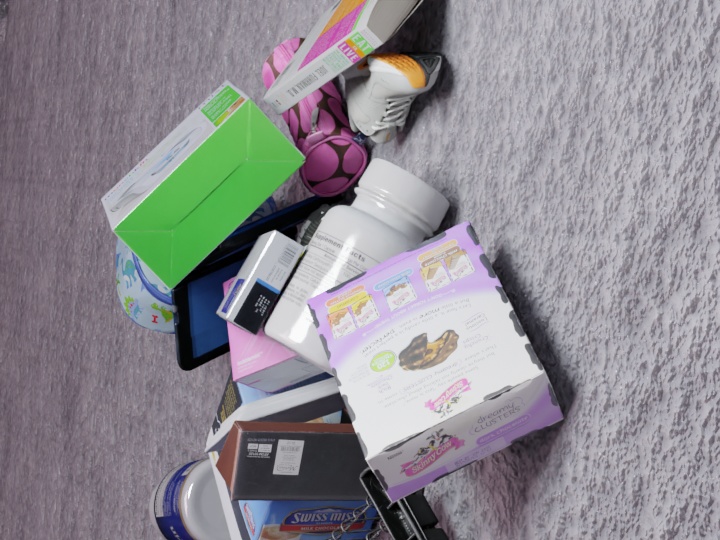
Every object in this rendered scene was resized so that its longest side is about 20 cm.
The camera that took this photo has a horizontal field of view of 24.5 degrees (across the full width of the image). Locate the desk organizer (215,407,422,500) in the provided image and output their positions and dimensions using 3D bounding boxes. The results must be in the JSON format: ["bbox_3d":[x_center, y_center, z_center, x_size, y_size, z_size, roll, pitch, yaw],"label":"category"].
[{"bbox_3d":[-0.038,0.179,1.633,0.077,0.198,0.073,-139,55,-64],"label":"desk organizer"}]

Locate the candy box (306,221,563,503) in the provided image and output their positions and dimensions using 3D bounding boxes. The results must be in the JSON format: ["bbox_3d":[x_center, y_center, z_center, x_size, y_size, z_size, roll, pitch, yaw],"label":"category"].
[{"bbox_3d":[0.061,0.076,1.442,0.201,0.166,0.072,-112,-4,-45],"label":"candy box"}]

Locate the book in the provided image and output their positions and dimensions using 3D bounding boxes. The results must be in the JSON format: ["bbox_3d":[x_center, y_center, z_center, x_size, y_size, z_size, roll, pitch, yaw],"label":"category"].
[{"bbox_3d":[-0.012,-0.244,1.683,0.199,0.048,0.134,-26,26,54],"label":"book"}]

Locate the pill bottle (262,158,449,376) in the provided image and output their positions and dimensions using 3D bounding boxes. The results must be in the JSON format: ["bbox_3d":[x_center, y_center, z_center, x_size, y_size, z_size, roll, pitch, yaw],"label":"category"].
[{"bbox_3d":[0.000,0.000,1.601,0.201,0.114,0.114,-60,23,-5],"label":"pill bottle"}]

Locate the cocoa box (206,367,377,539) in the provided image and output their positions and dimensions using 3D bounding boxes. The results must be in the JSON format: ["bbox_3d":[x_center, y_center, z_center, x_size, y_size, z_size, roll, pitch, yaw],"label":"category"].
[{"bbox_3d":[-0.075,0.216,1.798,0.201,0.132,0.132,-112,33,-45],"label":"cocoa box"}]

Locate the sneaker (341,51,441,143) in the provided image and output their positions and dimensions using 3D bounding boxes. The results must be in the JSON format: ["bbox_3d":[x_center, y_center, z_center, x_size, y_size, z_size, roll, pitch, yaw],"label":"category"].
[{"bbox_3d":[0.033,-0.175,1.686,0.200,0.075,0.093,-157,64,-74],"label":"sneaker"}]

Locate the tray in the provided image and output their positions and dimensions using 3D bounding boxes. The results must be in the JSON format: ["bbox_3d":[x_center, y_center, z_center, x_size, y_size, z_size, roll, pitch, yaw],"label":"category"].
[{"bbox_3d":[-0.060,0.136,1.691,0.107,0.198,0.022,-42,67,58],"label":"tray"}]

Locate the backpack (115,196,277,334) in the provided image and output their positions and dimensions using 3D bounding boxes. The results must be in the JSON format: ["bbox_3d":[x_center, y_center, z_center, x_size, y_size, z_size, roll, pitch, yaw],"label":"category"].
[{"bbox_3d":[-0.192,-0.019,2.023,0.147,0.198,0.185,127,141,-53],"label":"backpack"}]

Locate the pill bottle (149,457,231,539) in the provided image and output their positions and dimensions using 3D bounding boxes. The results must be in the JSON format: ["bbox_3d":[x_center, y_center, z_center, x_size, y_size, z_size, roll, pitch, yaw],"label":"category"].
[{"bbox_3d":[-0.198,0.299,2.108,0.200,0.114,0.117,156,114,-66],"label":"pill bottle"}]

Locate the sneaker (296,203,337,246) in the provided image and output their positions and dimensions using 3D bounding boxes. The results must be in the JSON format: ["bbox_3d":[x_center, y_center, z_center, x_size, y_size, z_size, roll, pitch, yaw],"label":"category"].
[{"bbox_3d":[-0.038,0.025,1.829,0.091,0.066,0.202,-120,36,-47],"label":"sneaker"}]

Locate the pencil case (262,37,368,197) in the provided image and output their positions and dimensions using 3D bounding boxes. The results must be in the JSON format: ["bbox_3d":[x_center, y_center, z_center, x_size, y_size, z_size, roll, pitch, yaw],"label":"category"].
[{"bbox_3d":[-0.054,-0.179,1.854,0.090,0.094,0.201,-36,44,11],"label":"pencil case"}]

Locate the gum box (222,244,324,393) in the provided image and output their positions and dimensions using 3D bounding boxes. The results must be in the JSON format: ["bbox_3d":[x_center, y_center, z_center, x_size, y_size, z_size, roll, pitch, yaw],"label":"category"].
[{"bbox_3d":[-0.045,0.039,1.732,0.198,0.066,0.115,-23,62,30],"label":"gum box"}]

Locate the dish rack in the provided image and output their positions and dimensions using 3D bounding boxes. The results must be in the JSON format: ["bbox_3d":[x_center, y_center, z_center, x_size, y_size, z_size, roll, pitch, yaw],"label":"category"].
[{"bbox_3d":[0.017,0.296,1.596,0.200,0.054,0.154,-50,59,38],"label":"dish rack"}]

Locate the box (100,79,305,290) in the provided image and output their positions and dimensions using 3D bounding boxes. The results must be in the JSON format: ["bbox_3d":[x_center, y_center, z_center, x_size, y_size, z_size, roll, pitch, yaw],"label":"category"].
[{"bbox_3d":[-0.171,-0.095,1.782,0.200,0.097,0.177,-43,19,0],"label":"box"}]

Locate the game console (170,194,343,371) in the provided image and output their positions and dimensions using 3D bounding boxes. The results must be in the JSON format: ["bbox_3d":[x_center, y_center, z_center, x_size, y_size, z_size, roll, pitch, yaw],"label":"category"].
[{"bbox_3d":[-0.111,0.010,1.864,0.170,0.199,0.119,-25,91,47],"label":"game console"}]

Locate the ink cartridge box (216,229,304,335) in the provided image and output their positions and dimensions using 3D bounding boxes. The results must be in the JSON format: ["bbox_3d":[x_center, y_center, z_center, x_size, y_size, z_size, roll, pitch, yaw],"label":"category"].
[{"bbox_3d":[-0.103,0.012,1.668,0.100,0.039,0.200,-62,8,-3],"label":"ink cartridge box"}]
